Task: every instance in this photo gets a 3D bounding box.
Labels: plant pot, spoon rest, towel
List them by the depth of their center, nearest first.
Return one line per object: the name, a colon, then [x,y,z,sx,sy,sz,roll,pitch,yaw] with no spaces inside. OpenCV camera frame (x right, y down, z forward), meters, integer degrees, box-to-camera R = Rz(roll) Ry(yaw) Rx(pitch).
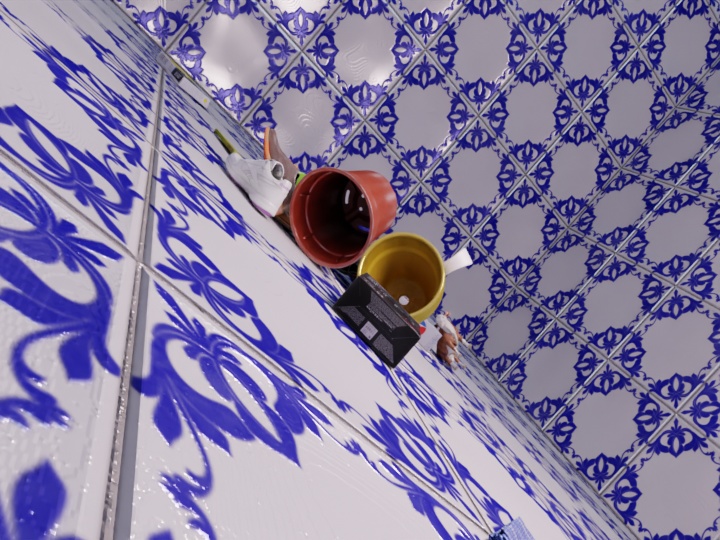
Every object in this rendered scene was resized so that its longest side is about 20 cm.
towel: [0.211,0.344,0.739,0.145,0.024,0.200,48,5,25]
plant pot: [-0.021,-0.128,1.416,0.201,0.202,0.194,44,28,10]
plant pot: [0.096,0.043,1.514,0.201,0.200,0.190,45,-11,19]
spoon rest: [0.182,0.007,1.563,0.199,0.060,0.102,-37,-102,55]
towel: [-0.359,-0.336,1.853,0.086,0.018,0.200,49,0,-40]

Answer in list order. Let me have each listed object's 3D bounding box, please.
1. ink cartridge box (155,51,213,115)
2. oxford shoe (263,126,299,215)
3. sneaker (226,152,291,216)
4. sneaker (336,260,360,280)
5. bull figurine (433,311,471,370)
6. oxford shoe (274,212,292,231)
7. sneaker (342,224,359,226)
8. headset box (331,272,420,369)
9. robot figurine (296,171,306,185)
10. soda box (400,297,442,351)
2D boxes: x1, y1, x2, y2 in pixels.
ink cartridge box: [-0.619,-0.670,2.364,0.198,0.047,0.199,47,7,32]
oxford shoe: [-0.171,-0.221,1.439,0.071,0.070,0.206,112,-33,-73]
sneaker: [-0.209,-0.197,1.375,0.200,0.100,0.075,46,7,34]
sneaker: [0.000,0.000,1.578,0.195,0.079,0.082,20,14,-25]
bull figurine: [0.263,0.212,1.926,0.122,0.064,0.202,50,-19,31]
oxford shoe: [-0.176,-0.152,1.469,0.200,0.071,0.071,47,3,14]
sneaker: [-0.042,-0.117,1.609,0.080,0.073,0.200,13,16,-2]
headset box: [0.034,0.083,1.186,0.149,0.077,0.200,44,5,3]
robot figurine: [-0.144,-0.165,1.581,0.175,0.116,0.200,42,4,-39]
soda box: [0.134,0.130,1.833,0.200,0.064,0.068,45,3,-11]
